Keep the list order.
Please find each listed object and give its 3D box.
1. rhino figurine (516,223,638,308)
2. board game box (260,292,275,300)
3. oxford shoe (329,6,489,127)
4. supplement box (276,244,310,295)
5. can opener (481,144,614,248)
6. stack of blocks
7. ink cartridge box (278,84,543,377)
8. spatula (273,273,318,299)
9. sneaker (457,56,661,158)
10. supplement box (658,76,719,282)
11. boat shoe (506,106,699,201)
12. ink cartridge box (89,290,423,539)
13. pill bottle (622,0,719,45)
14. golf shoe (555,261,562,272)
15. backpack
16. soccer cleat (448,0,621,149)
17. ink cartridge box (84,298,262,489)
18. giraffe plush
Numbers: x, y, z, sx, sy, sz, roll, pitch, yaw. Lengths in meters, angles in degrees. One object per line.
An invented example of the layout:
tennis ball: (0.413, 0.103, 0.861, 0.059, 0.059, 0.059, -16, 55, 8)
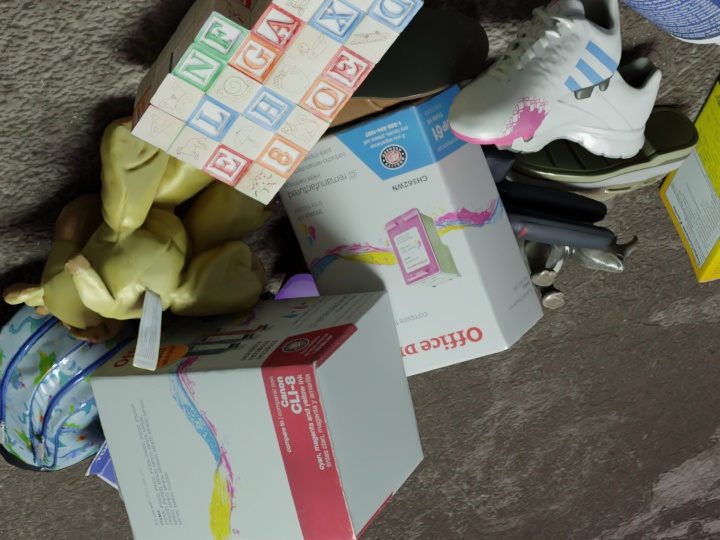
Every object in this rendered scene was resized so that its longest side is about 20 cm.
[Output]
rhino figurine: (0.152, -0.013, 1.490, 0.197, 0.088, 0.060, -11, 139, -9)
board game box: (-0.145, 0.125, 1.589, 0.199, 0.136, 0.028, -28, 152, 15)
oxford shoe: (0.001, -0.146, 1.266, 0.198, 0.072, 0.071, -13, 165, 7)
supplement box: (0.000, 0.000, 1.472, 0.061, 0.109, 0.201, -40, 167, -34)
can opener: (0.129, -0.053, 1.398, 0.198, 0.064, 0.078, 19, 147, -28)
stack of blocks: (-0.059, -0.153, 1.156, 0.114, 0.059, 0.200, 27, 124, -21)
ink cartridge box: (0.036, -0.024, 1.316, 0.143, 0.202, 0.085, -17, -169, 31)
spatula: (-0.082, 0.078, 1.491, 0.056, 0.021, 0.201, 31, 116, -13)
sneaker: (0.161, -0.147, 1.383, 0.198, 0.075, 0.088, -3, 129, -33)
supplement box: (0.369, -0.093, 1.561, 0.108, 0.110, 0.201, -11, 153, -16)
boat shoe: (0.205, -0.093, 1.488, 0.198, 0.075, 0.069, -7, 146, -26)
ink cartridge box: (-0.078, 0.112, 1.288, 0.198, 0.146, 0.145, -5, -161, 26)
pill bottle: (0.235, -0.229, 1.210, 0.110, 0.112, 0.199, -33, 150, 26)
golf shoe: (0.094, -0.031, 1.551, 0.198, 0.076, 0.092, -10, 130, -16)
backpack: (-0.245, 0.087, 1.454, 0.162, 0.154, 0.201, -30, 144, -23)
soccer cleat: (0.130, -0.159, 1.261, 0.199, 0.069, 0.087, -33, 135, -45)
ink cartridge box: (-0.150, 0.103, 1.469, 0.197, 0.043, 0.200, -57, 175, -1)
giraffe plush: (-0.181, -0.010, 1.305, 0.172, 0.202, 0.161, 37, 151, -28)
